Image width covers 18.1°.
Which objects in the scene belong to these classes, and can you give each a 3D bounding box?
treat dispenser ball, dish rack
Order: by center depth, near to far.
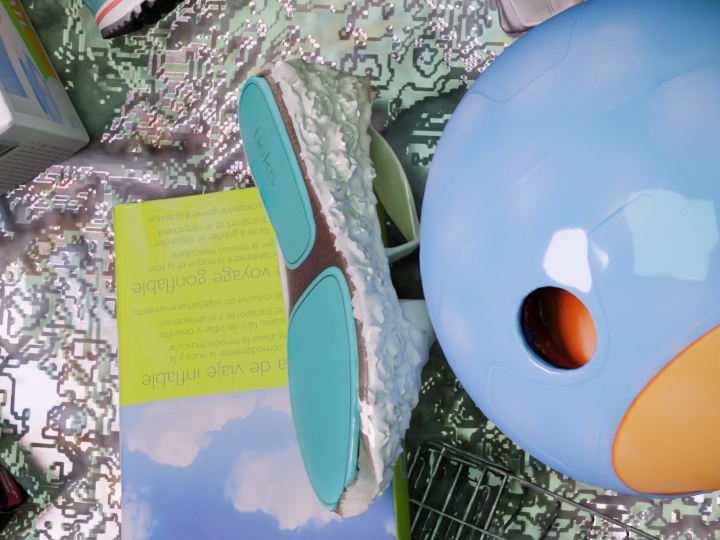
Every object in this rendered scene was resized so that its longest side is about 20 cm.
[{"bbox_3d":[0.123,-0.011,0.884,0.199,0.201,0.203,0,89,9],"label":"treat dispenser ball"},{"bbox_3d":[0.082,0.167,0.975,0.199,0.055,0.154,22,91,10],"label":"dish rack"}]

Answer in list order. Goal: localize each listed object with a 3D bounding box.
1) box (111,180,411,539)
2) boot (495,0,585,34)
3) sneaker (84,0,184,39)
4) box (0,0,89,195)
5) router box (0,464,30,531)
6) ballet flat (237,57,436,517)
[{"bbox_3d":[-0.043,0.063,0.968,0.121,0.048,0.201,-7,68,9],"label":"box"},{"bbox_3d":[0.106,-0.167,0.974,0.130,0.068,0.201,-18,85,14],"label":"boot"},{"bbox_3d":[-0.067,-0.198,0.995,0.200,0.070,0.093,-42,89,8],"label":"sneaker"},{"bbox_3d":[-0.220,-0.124,0.996,0.101,0.112,0.201,-28,84,9],"label":"box"},{"bbox_3d":[-0.271,0.090,1.025,0.150,0.062,0.200,-45,83,6],"label":"router box"},{"bbox_3d":[0.000,0.000,0.928,0.071,0.072,0.201,-15,69,8],"label":"ballet flat"}]
